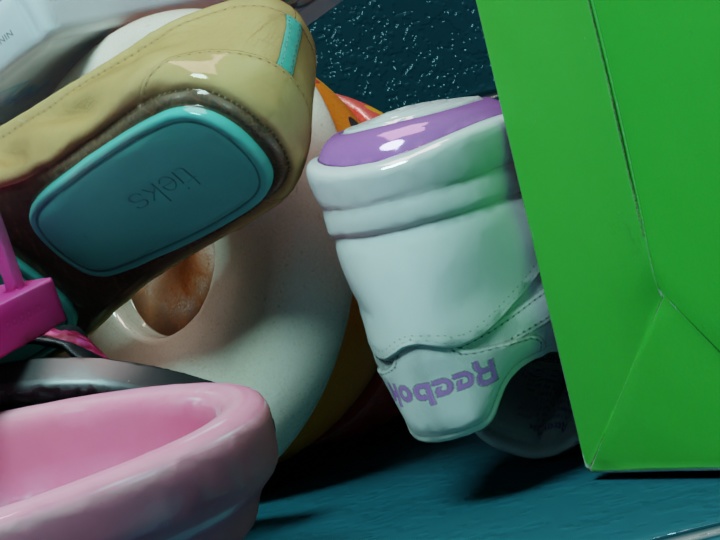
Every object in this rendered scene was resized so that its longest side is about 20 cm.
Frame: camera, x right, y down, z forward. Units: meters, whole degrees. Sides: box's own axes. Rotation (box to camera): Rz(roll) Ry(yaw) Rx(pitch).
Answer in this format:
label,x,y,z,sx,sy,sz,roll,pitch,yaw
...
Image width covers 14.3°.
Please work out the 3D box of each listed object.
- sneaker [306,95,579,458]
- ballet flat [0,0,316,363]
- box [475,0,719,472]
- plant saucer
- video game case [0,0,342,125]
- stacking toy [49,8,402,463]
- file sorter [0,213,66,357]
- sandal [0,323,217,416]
label,x,y,z,sx,sy,sz,roll,pitch,yaw
sneaker,0.047,-0.001,0.809,0.075,0.100,0.200,-13,1,28
ballet flat,-0.084,-0.018,0.815,0.200,0.069,0.063,-24,33,36
box,0.129,-0.068,0.738,0.176,0.201,0.097,-18,7,-36
plant saucer,-0.113,0.075,0.664,0.200,0.051,0.201,-14,5,1
video game case,-0.107,-0.054,0.969,0.182,0.024,0.200,-33,-7,32
stacking toy,0.000,0.000,0.905,0.146,0.147,0.200,-9,-9,43
file sorter,-0.211,-0.011,0.763,0.199,0.126,0.139,-8,15,37
sandal,-0.106,0.044,0.818,0.200,0.075,0.045,-12,47,40
